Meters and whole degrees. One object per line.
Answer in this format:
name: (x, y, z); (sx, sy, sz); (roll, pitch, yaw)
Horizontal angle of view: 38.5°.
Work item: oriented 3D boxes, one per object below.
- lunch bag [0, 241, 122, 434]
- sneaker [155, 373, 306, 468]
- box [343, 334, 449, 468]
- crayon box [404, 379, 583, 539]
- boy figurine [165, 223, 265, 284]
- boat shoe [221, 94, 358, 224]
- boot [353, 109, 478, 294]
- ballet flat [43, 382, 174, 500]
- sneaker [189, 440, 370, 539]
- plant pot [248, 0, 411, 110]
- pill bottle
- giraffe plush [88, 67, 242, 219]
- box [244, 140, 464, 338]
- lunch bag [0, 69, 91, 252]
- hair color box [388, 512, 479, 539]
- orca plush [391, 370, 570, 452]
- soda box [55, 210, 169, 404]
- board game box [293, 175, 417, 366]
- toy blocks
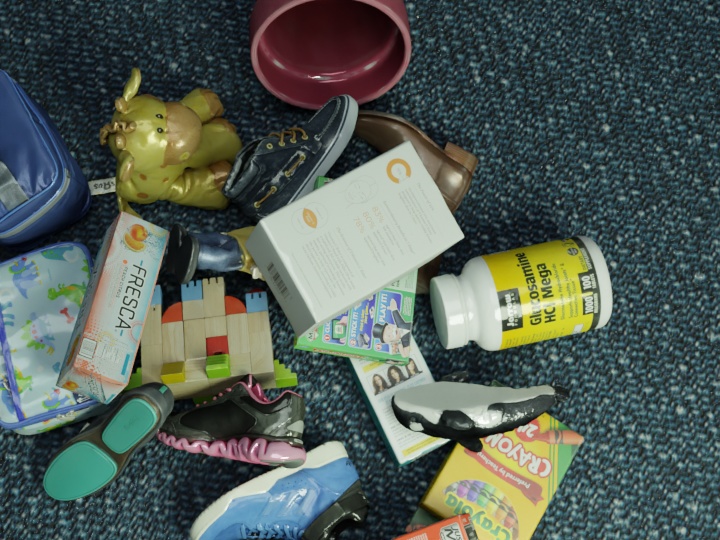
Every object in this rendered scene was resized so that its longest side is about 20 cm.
lunch bag: (-0.362, 0.080, 1.189); (0.158, 0.083, 0.203); (-15, 74, -5)
sneaker: (-0.143, 0.163, 1.153); (0.197, 0.079, 0.097); (2, 79, 25)
box: (0.035, 0.122, 1.217); (0.081, 0.049, 0.202); (-23, 76, -11)
crayon box: (0.154, 0.246, 1.188); (0.126, 0.051, 0.201); (31, 74, 5)
boy figurine: (-0.127, -0.017, 1.209); (0.198, 0.124, 0.065); (5, 108, -36)
boat shoe: (-0.084, -0.148, 1.254); (0.091, 0.071, 0.202); (38, 78, -30)
boot: (0.034, -0.082, 1.276); (0.184, 0.064, 0.202); (22, 78, 5)
ballet flat: (-0.277, 0.188, 1.155); (0.200, 0.073, 0.074); (-41, 76, 25)
sneaker: (-0.083, 0.283, 1.147); (0.198, 0.077, 0.112); (-25, 67, -17)
plant pot: (-0.044, -0.332, 1.284); (0.196, 0.201, 0.181); (-4, 58, -5)
pill bottle: (0.187, 0.031, 1.221); (0.197, 0.113, 0.114); (-12, 74, -7)
giraffe plush: (-0.241, -0.154, 1.221); (0.198, 0.162, 0.174); (-26, 77, -11)
box: (-0.008, -0.034, 1.133); (0.198, 0.097, 0.126); (-29, 86, -21)
lunch bag: (-0.423, -0.137, 1.213); (0.135, 0.132, 0.201); (-34, 78, -4)
hair color box: (0.031, 0.322, 1.106); (0.197, 0.102, 0.062); (-21, 75, 7)
orca plush: (0.135, 0.166, 1.167); (0.197, 0.105, 0.072); (-10, 117, -15)
soda box: (-0.271, 0.040, 1.138); (0.063, 0.068, 0.202); (24, 55, -22)
board game box: (0.000, 0.000, 1.197); (0.132, 0.029, 0.203); (10, 74, -11)
toy blocks: (-0.179, 0.073, 1.204); (0.196, 0.100, 0.139); (-6, 62, -3)
